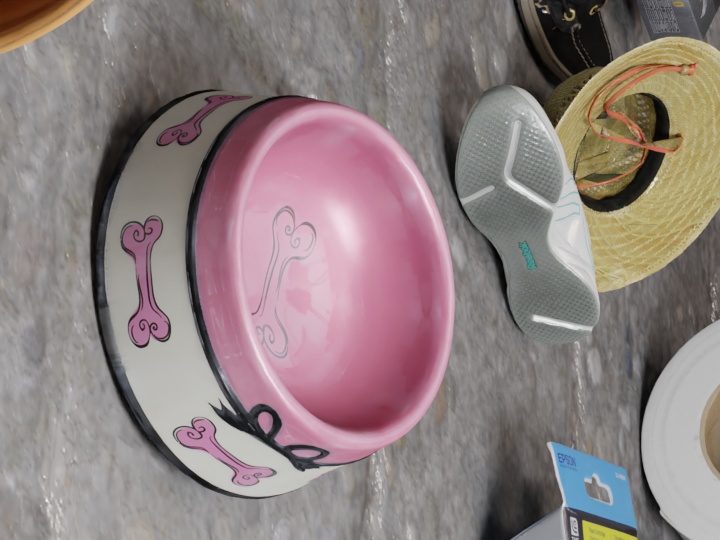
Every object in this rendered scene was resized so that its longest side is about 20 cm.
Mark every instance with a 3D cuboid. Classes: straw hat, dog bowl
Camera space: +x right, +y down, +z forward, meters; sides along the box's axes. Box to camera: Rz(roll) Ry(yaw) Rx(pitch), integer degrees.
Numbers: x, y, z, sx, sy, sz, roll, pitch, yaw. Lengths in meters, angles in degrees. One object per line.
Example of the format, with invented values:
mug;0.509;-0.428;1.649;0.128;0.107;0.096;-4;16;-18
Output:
straw hat;0.170;-0.092;1.812;0.085;0.201;0.201;42;-7;42
dog bowl;-0.031;0.007;1.249;0.200;0.074;0.200;15;70;-48

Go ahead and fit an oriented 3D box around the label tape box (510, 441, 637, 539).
label tape box;0.128;0.217;1.630;0.143;0.066;0.200;25;56;-64

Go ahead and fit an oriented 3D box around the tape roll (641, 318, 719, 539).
tape roll;0.324;0.141;1.949;0.139;0.203;0.203;45;41;-56

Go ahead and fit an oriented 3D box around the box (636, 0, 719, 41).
box;0.245;-0.303;2.036;0.158;0.048;0.200;-60;139;-36

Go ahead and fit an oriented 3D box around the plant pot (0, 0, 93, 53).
plant pot;-0.152;-0.178;0.974;0.140;0.200;0.200;-56;134;-81

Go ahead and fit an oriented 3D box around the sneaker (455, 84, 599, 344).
sneaker;0.107;-0.046;1.690;0.080;0.070;0.200;-84;161;-47

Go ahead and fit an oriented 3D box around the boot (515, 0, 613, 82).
boot;0.182;-0.216;1.812;0.073;0.151;0.200;-73;146;-47
